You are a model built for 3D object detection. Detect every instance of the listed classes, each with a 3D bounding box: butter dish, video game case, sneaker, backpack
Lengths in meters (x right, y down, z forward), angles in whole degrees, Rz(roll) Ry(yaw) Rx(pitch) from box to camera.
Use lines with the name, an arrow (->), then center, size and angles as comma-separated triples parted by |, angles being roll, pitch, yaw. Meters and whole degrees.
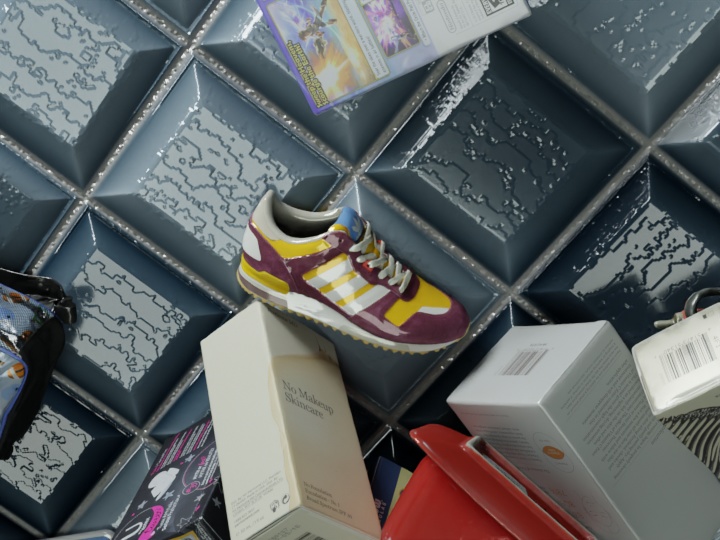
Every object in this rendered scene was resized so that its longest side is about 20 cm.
butter dish -> 0.085, 0.223, 0.850 | 0.199, 0.200, 0.148 | 41, 93, 11
video game case -> 0.003, -0.242, 0.835 | 0.181, 0.045, 0.200 | -23, 108, 15
sneaker -> 0.000, 0.000, 0.924 | 0.200, 0.075, 0.090 | 16, 120, -1
backpack -> -0.373, 0.077, 0.973 | 0.190, 0.154, 0.200 | 32, 117, 4

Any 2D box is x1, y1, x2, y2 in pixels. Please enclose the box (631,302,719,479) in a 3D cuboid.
box -> 0.297, 0.113, 0.893 | 0.082, 0.068, 0.200 | -32, 132, 23

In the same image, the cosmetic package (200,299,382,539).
cosmetic package -> -0.058, 0.134, 0.909 | 0.073, 0.200, 0.103 | -35, 136, 21

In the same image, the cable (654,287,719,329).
cable -> 0.340, 0.047, 0.930 | 0.199, 0.050, 0.097 | -13, 100, -1

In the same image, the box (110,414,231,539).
box -> -0.116, 0.220, 0.966 | 0.115, 0.200, 0.132 | -29, 107, 20

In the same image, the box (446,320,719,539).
box -> 0.186, 0.148, 0.921 | 0.200, 0.097, 0.124 | 54, 153, -16

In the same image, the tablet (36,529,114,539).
tablet -> -0.319, 0.326, 1.141 | 0.199, 0.014, 0.130 | -11, 111, 11

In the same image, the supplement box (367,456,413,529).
supplement box -> 0.040, 0.308, 0.996 | 0.200, 0.134, 0.200 | 30, 128, -6
